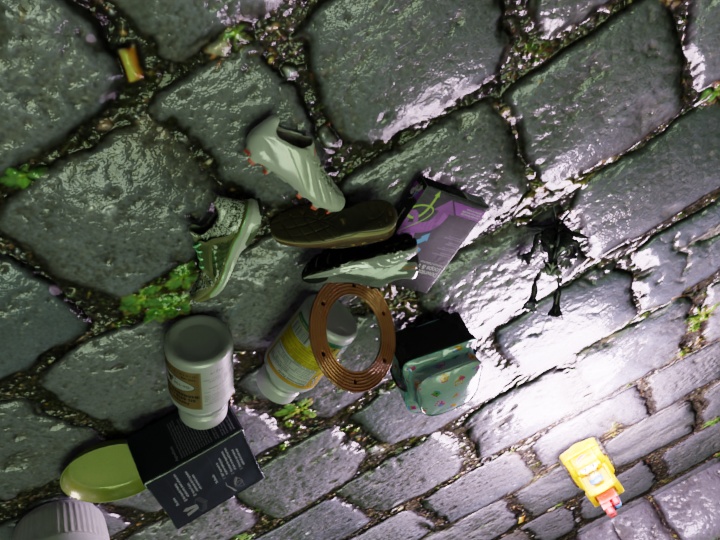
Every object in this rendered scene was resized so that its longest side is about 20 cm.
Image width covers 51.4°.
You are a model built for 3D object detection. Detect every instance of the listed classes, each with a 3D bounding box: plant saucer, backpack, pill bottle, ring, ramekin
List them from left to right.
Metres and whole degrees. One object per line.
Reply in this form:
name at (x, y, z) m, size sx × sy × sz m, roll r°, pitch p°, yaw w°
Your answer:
ramekin at (-0.614, 0.559, 1.533) m, size 0.199 × 0.105 × 0.201 m, roll -14°, pitch 138°, yaw -13°
plant saucer at (-0.486, 0.389, 1.475) m, size 0.199 × 0.031 × 0.201 m, roll -15°, pitch 138°, yaw -13°
pill bottle at (-0.277, 0.183, 1.298) m, size 0.114 × 0.115 × 0.201 m, roll -9°, pitch 137°, yaw -17°
pill bottle at (-0.103, 0.147, 1.346) m, size 0.112 × 0.113 × 0.200 m, roll 17°, pitch 124°, yaw -37°
ring at (-0.014, 0.107, 1.274) m, size 0.019 × 0.202 × 0.200 m, roll -14°, pitch 153°, yaw 43°
backpack at (0.151, 0.201, 1.502) m, size 0.175 × 0.154 × 0.201 m, roll -21°, pitch 146°, yaw -13°

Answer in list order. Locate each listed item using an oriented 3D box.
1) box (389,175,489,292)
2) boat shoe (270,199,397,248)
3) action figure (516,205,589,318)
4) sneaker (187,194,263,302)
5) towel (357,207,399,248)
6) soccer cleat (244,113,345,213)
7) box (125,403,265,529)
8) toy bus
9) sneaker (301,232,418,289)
box at (0.107, -0.055, 1.272) m, size 0.142 × 0.036 × 0.200 m, roll 13°, pitch 124°, yaw -34°
boat shoe at (-0.041, -0.061, 1.180) m, size 0.199 × 0.072 × 0.068 m, roll -6°, pitch 149°, yaw -1°
action figure at (0.354, -0.017, 1.408) m, size 0.118 × 0.102 × 0.201 m, roll 11°, pitch 91°, yaw 0°
sneaker at (-0.227, -0.040, 1.137) m, size 0.088 × 0.077 × 0.200 m, roll 22°, pitch 117°, yaw -25°
towel at (0.052, -0.050, 1.291) m, size 0.199 × 0.024 × 0.145 m, roll -15°, pitch 136°, yaw -13°
soccer cleat at (-0.080, -0.150, 1.087) m, size 0.078 × 0.069 × 0.200 m, roll -44°, pitch 133°, yaw 15°
box at (-0.313, 0.363, 1.442) m, size 0.199 × 0.118 × 0.197 m, roll -28°, pitch 140°, yaw -16°
toy bus at (0.673, 0.598, 2.134) m, size 0.135 × 0.193 × 0.200 m, roll -31°, pitch 137°, yaw 10°
sneaker at (0.000, 0.000, 1.220) m, size 0.199 × 0.074 × 0.080 m, roll -9°, pitch 121°, yaw 11°
